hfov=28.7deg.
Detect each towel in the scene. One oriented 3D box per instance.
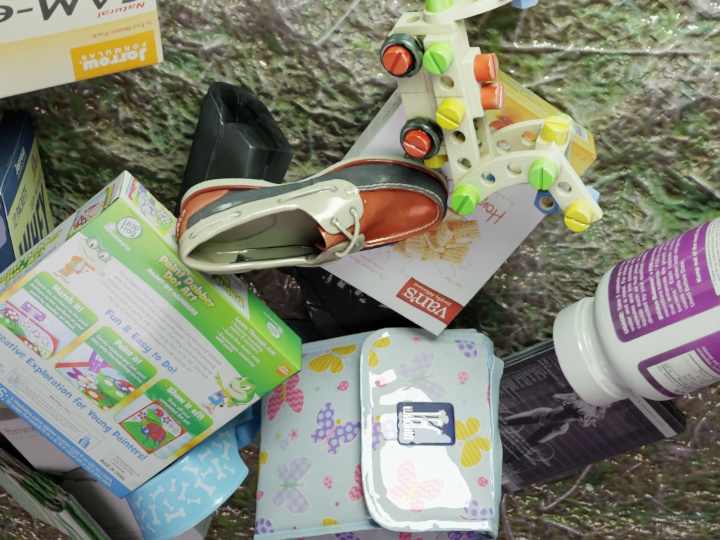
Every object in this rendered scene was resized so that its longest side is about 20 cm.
[{"bbox_3d":[-0.298,0.229,1.343,0.199,0.023,0.153,20,151,43],"label":"towel"}]

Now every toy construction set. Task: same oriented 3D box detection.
[{"bbox_3d":[0.089,-0.122,0.926,0.130,0.092,0.203,1,111,25],"label":"toy construction set"}]

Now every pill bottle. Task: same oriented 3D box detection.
[{"bbox_3d":[0.248,0.032,1.061,0.199,0.113,0.112,-27,123,35],"label":"pill bottle"}]

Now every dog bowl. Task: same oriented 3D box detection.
[{"bbox_3d":[-0.133,0.148,1.196,0.111,0.200,0.050,-28,105,32],"label":"dog bowl"}]

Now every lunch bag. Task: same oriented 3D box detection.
[{"bbox_3d":[0.019,0.140,1.139,0.198,0.172,0.127,-9,155,26],"label":"lunch bag"}]

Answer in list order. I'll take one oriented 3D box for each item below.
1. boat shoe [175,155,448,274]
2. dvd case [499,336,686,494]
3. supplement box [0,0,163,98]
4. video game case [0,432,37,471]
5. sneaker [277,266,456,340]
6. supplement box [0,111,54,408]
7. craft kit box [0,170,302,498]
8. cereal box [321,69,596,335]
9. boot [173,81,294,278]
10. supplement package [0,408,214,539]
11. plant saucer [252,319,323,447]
[{"bbox_3d":[-0.033,-0.034,0.998,0.197,0.063,0.072,-5,123,-2],"label":"boat shoe"},{"bbox_3d":[0.165,0.126,1.247,0.199,0.016,0.149,-26,124,34],"label":"dvd case"},{"bbox_3d":[-0.206,-0.223,0.924,0.124,0.074,0.201,-15,137,-12],"label":"supplement box"},{"bbox_3d":[-0.355,0.171,1.392,0.198,0.018,0.144,5,139,42],"label":"video game case"},{"bbox_3d":[-0.001,0.002,1.144,0.103,0.060,0.201,-7,137,22],"label":"sneaker"},{"bbox_3d":[-0.353,-0.003,1.124,0.197,0.135,0.202,-4,123,0],"label":"supplement box"},{"bbox_3d":[-0.180,0.055,1.063,0.197,0.049,0.200,-34,118,21],"label":"craft kit box"},{"bbox_3d":[0.059,-0.058,1.044,0.143,0.040,0.200,30,120,-16],"label":"cereal box"},{"bbox_3d":[-0.135,-0.058,1.100,0.165,0.065,0.202,42,131,29],"label":"boot"},{"bbox_3d":[-0.224,0.153,1.313,0.116,0.118,0.201,-12,130,29],"label":"supplement package"},{"bbox_3d":[-0.045,0.124,1.300,0.197,0.028,0.202,9,136,8],"label":"plant saucer"}]
